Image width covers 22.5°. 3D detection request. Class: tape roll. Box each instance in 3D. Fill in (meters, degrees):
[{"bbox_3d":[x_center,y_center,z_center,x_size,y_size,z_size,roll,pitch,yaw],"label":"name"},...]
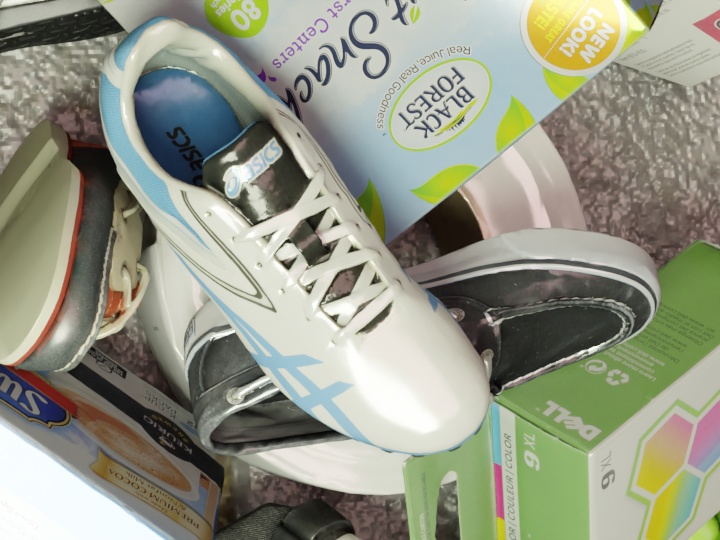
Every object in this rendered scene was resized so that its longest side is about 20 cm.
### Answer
[{"bbox_3d":[0.000,0.000,0.821,0.201,0.071,0.204,1,87,-15],"label":"tape roll"}]

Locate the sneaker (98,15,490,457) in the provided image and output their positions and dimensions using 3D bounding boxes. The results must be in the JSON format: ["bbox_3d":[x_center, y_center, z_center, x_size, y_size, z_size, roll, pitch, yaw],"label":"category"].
[{"bbox_3d":[-0.028,-0.011,0.674,0.072,0.073,0.200,-41,82,-11],"label":"sneaker"}]

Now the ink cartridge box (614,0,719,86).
[{"bbox_3d":[0.101,-0.162,0.820,0.199,0.145,0.085,16,80,-14],"label":"ink cartridge box"}]

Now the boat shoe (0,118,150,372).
[{"bbox_3d":[-0.114,-0.006,0.730,0.062,0.200,0.071,37,100,-20],"label":"boat shoe"}]

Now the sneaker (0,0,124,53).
[{"bbox_3d":[-0.156,-0.141,0.788,0.199,0.072,0.083,-14,89,-16],"label":"sneaker"}]

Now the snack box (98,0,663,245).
[{"bbox_3d":[-0.006,-0.127,0.710,0.200,0.068,0.168,46,121,-8],"label":"snack box"}]

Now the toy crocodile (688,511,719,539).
[{"bbox_3d":[0.140,0.170,0.851,0.200,0.062,0.068,-40,96,-14],"label":"toy crocodile"}]

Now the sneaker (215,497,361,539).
[{"bbox_3d":[-0.057,0.188,0.801,0.112,0.073,0.200,43,103,28],"label":"sneaker"}]

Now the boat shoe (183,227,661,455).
[{"bbox_3d":[0.028,0.036,0.731,0.198,0.072,0.068,-7,45,-5],"label":"boat shoe"}]

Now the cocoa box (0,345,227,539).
[{"bbox_3d":[-0.170,0.085,0.719,0.200,0.131,0.134,37,101,-10],"label":"cocoa box"}]

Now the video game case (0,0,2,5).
[{"bbox_3d":[-0.218,-0.181,0.759,0.181,0.023,0.201,17,74,7],"label":"video game case"}]

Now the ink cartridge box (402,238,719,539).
[{"bbox_3d":[0.111,0.082,0.799,0.200,0.059,0.104,-33,135,-31],"label":"ink cartridge box"}]
